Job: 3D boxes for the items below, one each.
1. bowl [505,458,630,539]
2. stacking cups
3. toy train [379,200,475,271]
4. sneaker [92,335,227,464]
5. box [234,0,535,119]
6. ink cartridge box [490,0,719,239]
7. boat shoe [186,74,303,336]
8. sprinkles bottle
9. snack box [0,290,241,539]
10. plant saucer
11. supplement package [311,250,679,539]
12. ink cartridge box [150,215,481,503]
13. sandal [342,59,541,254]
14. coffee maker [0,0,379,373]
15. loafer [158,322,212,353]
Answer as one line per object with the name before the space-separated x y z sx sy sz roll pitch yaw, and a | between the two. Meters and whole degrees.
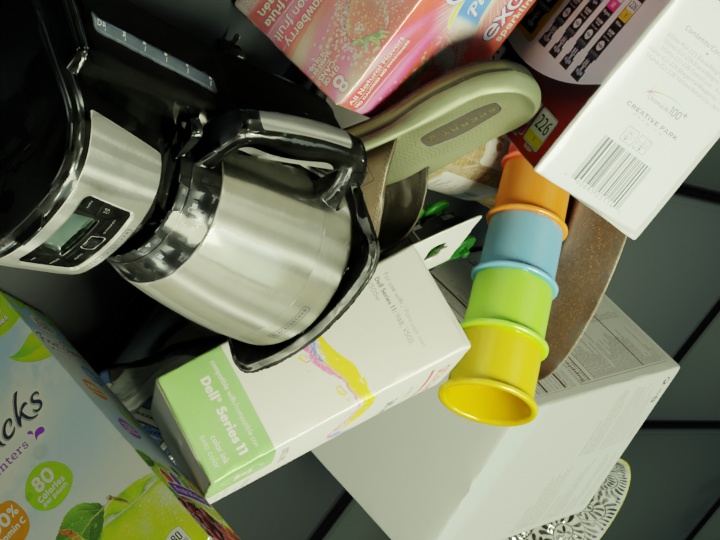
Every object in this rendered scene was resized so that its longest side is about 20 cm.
bowl | 0.123 0.202 1.757 0.200 0.094 0.201 -34 152 -21
stacking cups | 0.092 -0.008 1.255 0.061 0.060 0.201 74 25 -60
toy train | 0.000 0.000 1.255 0.056 0.042 0.200 -46 164 33
sneaker | -0.101 0.082 1.236 0.199 0.077 0.076 -15 -177 -10
box | 0.042 -0.181 1.109 0.200 0.095 0.102 -51 152 12
ink cartridge box | 0.144 -0.145 1.177 0.084 0.200 0.176 32 103 -30
boat shoe | -0.060 -0.042 1.201 0.056 0.069 0.200 -29 155 -37
sprinkles bottle | 0.048 -0.082 1.285 0.068 0.068 0.200 -52 153 14
snack box | -0.184 0.139 1.123 0.169 0.200 0.068 -47 153 2
plant saucer | 0.129 -0.029 1.349 0.200 0.034 0.201 -160 -90 -80
supplement package | 0.089 0.089 1.489 0.200 0.151 0.152 -10 138 -49
ink cartridge box | -0.013 0.051 1.154 0.199 0.068 0.117 -28 172 -12
sandal | 0.009 -0.043 1.111 0.200 0.058 0.080 -30 159 19
coffee maker | -0.113 -0.059 1.015 0.200 0.192 0.135 25 102 -44
loafer | -0.036 0.033 1.328 0.200 0.068 0.076 -37 152 -16
